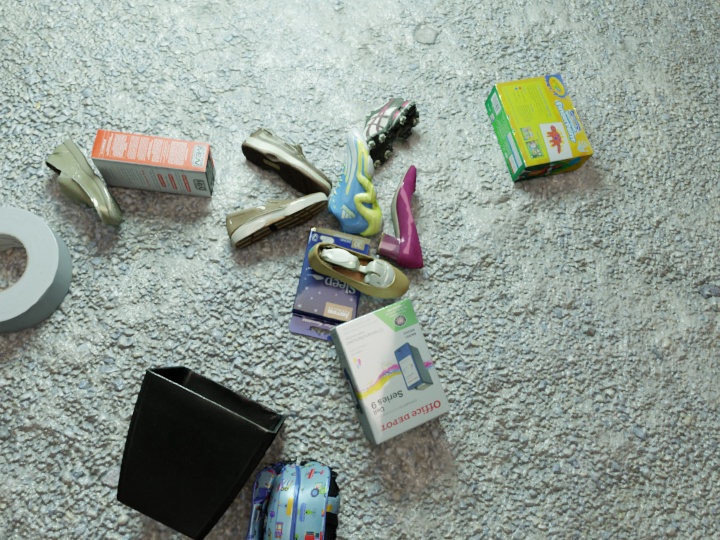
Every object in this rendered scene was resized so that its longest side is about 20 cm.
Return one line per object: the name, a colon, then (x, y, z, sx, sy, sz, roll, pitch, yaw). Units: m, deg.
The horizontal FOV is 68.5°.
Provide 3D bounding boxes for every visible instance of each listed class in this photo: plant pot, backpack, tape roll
plant pot: (-0.242, 0.270, 0.790, 0.196, 0.200, 0.181, 25, 79, 1)
backpack: (-0.097, 0.368, 0.765, 0.131, 0.200, 0.187, 9, 70, -5)
tape roll: (-0.600, -0.002, 0.890, 0.195, 0.066, 0.205, 3, 70, -7)

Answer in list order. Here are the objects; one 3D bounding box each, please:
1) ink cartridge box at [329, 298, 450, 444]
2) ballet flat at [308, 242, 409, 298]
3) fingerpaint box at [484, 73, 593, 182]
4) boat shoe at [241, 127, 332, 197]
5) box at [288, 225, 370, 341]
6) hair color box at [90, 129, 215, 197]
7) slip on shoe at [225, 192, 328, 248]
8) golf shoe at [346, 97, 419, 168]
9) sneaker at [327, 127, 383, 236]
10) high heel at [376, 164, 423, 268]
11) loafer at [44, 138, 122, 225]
ink cartridge box: (0.048, 0.170, 0.904, 0.142, 0.087, 0.204, -18, 85, -14)
ballet flat: (0.000, 0.000, 0.949, 0.195, 0.063, 0.070, 16, 69, -6)
fingerpaint box: (0.381, -0.308, 1.141, 0.163, 0.074, 0.205, -13, 74, -12)
boat shoe: (-0.133, -0.218, 1.033, 0.200, 0.075, 0.076, 32, 63, 3)
box: (-0.055, 0.025, 0.982, 0.118, 0.032, 0.205, 12, 71, -4)
hair color box: (-0.373, -0.193, 0.972, 0.195, 0.102, 0.063, 7, 69, -7)
slip on shoe: (-0.157, -0.109, 0.991, 0.197, 0.076, 0.062, -26, 76, -6)
golf shoe: (0.034, -0.279, 1.091, 0.200, 0.078, 0.088, -44, 55, -16)
sneaker: (-0.021, -0.160, 1.003, 0.102, 0.076, 0.205, -14, 98, -2)
high heel: (0.101, -0.104, 1.035, 0.094, 0.067, 0.204, 19, 79, -2)
loafer: (-0.499, -0.148, 0.955, 0.068, 0.076, 0.201, -36, 70, -17)
